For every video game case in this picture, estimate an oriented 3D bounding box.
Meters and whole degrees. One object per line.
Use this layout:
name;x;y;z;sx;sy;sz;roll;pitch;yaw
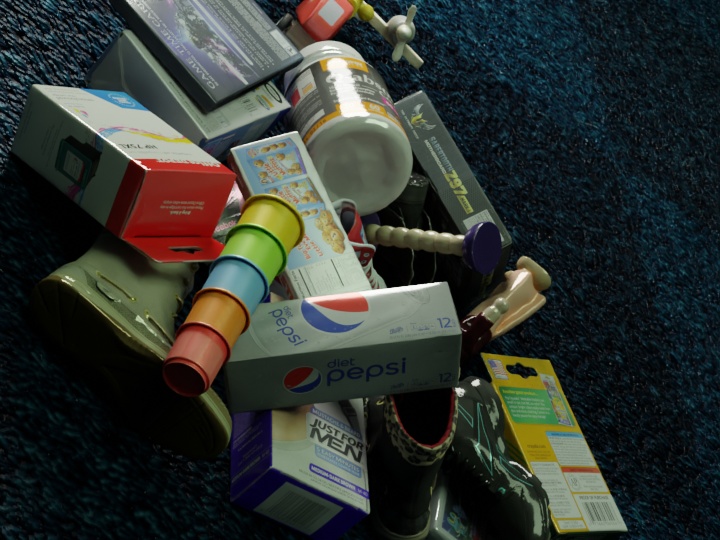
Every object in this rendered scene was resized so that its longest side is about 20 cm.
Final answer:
video game case;-0.147;-0.237;1.525;0.143;0.019;0.200;48;31;1
video game case;0.143;0.241;1.530;0.182;0.023;0.201;40;33;-17

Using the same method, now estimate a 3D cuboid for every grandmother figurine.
grandmother figurine;0.120;0.064;1.592;0.060;0.122;0.200;40;57;11

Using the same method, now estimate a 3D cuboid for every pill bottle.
pill bottle;-0.020;-0.152;1.592;0.116;0.116;0.201;31;23;-29

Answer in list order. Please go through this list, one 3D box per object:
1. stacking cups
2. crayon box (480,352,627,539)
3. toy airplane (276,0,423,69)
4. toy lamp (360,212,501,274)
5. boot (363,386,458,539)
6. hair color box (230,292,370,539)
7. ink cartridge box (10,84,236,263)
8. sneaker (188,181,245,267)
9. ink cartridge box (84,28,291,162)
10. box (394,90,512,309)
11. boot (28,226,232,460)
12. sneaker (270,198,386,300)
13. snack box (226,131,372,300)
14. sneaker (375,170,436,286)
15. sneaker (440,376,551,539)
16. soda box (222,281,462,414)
stacking cups;-0.106;0.023;1.252;0.060;0.060;0.201;40;45;-15
crayon box;0.179;0.185;1.563;0.125;0.051;0.201;9;51;-47
toy airplane;-0.017;-0.335;1.825;0.199;0.141;0.200;10;48;-47
toy lamp;0.044;-0.033;1.547;0.058;0.199;0.059;-9;101;-50
boot;0.039;0.127;1.387;0.072;0.151;0.201;3;50;-7
hair color box;-0.054;0.128;1.355;0.109;0.065;0.201;29;35;-29
ink cartridge box;-0.191;-0.083;1.324;0.199;0.068;0.116;36;22;30
sneaker;-0.122;-0.066;1.476;0.095;0.079;0.201;31;32;-8
ink cartridge box;-0.160;-0.178;1.533;0.137;0.076;0.200;51;32;4
box;0.091;-0.074;1.689;0.201;0.051;0.158;62;-11;19
boot;-0.165;0.051;1.287;0.200;0.072;0.155;43;29;-6
sneaker;0.000;0.000;1.510;0.199;0.113;0.072;19;33;-42
snack box;-0.052;-0.032;1.410;0.071;0.024;0.201;-17;69;-23
sneaker;0.020;-0.064;1.654;0.060;0.105;0.199;-5;22;-32
sneaker;0.113;0.193;1.469;0.079;0.076;0.201;1;49;-35
soda box;-0.017;0.064;1.293;0.198;0.069;0.064;-7;45;-7
